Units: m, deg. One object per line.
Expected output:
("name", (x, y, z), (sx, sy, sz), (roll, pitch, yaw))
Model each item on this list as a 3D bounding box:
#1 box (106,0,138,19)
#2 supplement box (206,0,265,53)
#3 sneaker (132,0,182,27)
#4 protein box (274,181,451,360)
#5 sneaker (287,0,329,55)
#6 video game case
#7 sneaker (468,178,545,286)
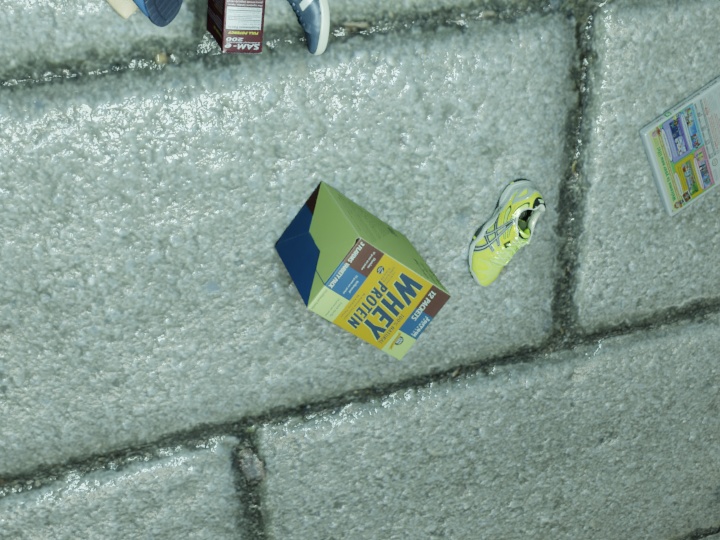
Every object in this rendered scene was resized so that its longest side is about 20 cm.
("box", (-0.315, -0.451, 1.251), (0.163, 0.021, 0.200), (-40, 126, 4))
("supplement box", (-0.162, -0.403, 1.288), (0.060, 0.109, 0.203), (-3, 120, -20))
("sneaker", (-0.295, -0.398, 1.239), (0.074, 0.081, 0.201), (-55, 147, -17))
("protein box", (0.000, 0.000, 1.529), (0.199, 0.199, 0.136), (31, 105, -33))
("sneaker", (-0.096, -0.396, 1.344), (0.083, 0.075, 0.204), (-15, 113, -15))
("video game case", (0.606, -0.222, 1.758), (0.180, 0.022, 0.201), (-33, 126, -2))
("sneaker", (0.249, -0.057, 1.673), (0.074, 0.077, 0.203), (11, 115, -29))
